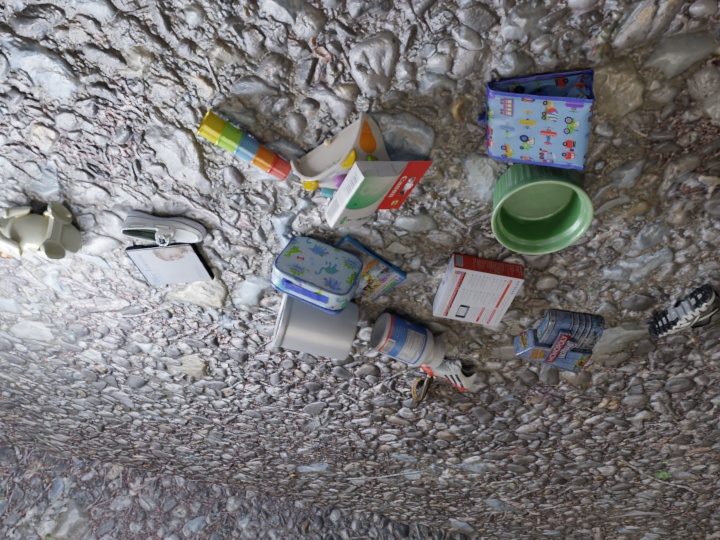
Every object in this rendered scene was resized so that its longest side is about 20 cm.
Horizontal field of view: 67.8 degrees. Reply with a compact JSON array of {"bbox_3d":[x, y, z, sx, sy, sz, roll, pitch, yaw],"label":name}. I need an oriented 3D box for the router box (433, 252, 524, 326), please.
[{"bbox_3d":[0.295,0.055,1.367,0.177,0.049,0.201,10,138,-3],"label":"router box"}]

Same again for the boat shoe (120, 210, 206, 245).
[{"bbox_3d":[-0.482,-0.089,1.311,0.197,0.067,0.074,8,139,-1],"label":"boat shoe"}]

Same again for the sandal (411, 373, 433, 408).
[{"bbox_3d":[0.192,0.381,1.739,0.054,0.082,0.201,29,146,9],"label":"sandal"}]

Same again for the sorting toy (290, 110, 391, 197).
[{"bbox_3d":[-0.013,-0.202,1.115,0.199,0.108,0.179,-26,148,32],"label":"sorting toy"}]

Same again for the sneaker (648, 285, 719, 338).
[{"bbox_3d":[0.825,0.121,1.347,0.090,0.067,0.201,23,134,-13],"label":"sneaker"}]

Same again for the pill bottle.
[{"bbox_3d":[0.135,0.203,1.509,0.198,0.113,0.112,23,136,-17],"label":"pill bottle"}]

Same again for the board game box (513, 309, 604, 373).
[{"bbox_3d":[0.538,0.196,1.478,0.197,0.062,0.201,7,138,0],"label":"board game box"}]

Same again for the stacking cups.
[{"bbox_3d":[-0.237,-0.248,1.105,0.199,0.061,0.060,32,133,-26],"label":"stacking cups"}]

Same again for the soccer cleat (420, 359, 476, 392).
[{"bbox_3d":[0.263,0.298,1.635,0.199,0.069,0.086,29,110,-10],"label":"soccer cleat"}]

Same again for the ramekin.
[{"bbox_3d":[0.368,-0.137,1.108,0.197,0.098,0.201,4,138,4],"label":"ramekin"}]

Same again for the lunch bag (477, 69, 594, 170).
[{"bbox_3d":[0.316,-0.272,0.986,0.198,0.095,0.151,4,142,18],"label":"lunch bag"}]

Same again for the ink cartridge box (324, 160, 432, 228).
[{"bbox_3d":[0.044,-0.155,1.097,0.198,0.050,0.161,-6,150,-33],"label":"ink cartridge box"}]

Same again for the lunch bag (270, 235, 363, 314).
[{"bbox_3d":[-0.104,0.009,1.272,0.198,0.161,0.083,21,130,5],"label":"lunch bag"}]

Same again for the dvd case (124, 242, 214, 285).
[{"bbox_3d":[-0.508,-0.017,1.431,0.197,0.018,0.143,-4,137,14],"label":"dvd case"}]

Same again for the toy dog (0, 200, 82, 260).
[{"bbox_3d":[-0.816,-0.093,1.329,0.197,0.141,0.194,1,175,5],"label":"toy dog"}]

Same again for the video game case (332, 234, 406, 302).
[{"bbox_3d":[0.000,0.000,1.375,0.199,0.018,0.143,32,132,-25],"label":"video game case"}]

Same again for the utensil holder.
[{"bbox_3d":[-0.121,0.144,1.440,0.198,0.171,0.171,16,138,-11],"label":"utensil holder"}]
